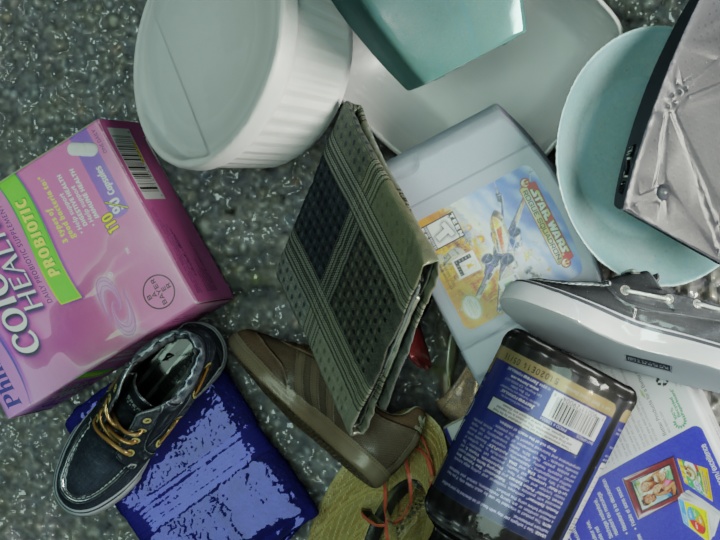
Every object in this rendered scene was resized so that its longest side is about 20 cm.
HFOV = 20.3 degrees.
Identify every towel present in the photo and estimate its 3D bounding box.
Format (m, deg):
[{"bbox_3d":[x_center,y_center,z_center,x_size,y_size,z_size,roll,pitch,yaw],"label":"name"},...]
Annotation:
[{"bbox_3d":[0.000,0.000,1.574,0.201,0.034,0.193,65,143,41],"label":"towel"},{"bbox_3d":[-0.143,0.168,1.718,0.147,0.050,0.201,-36,83,7],"label":"towel"}]

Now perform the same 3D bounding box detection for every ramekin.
[{"bbox_3d":[-0.091,-0.174,1.622,0.202,0.094,0.204,-13,73,47],"label":"ramekin"}]

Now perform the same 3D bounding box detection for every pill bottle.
[{"bbox_3d":[0.116,0.155,1.507,0.111,0.112,0.201,27,90,12],"label":"pill bottle"}]

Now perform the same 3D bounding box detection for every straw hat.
[{"bbox_3d":[0.043,0.222,1.644,0.085,0.201,0.202,25,102,-29],"label":"straw hat"}]

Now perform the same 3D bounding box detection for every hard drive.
[{"bbox_3d":[0.273,-0.114,1.546,0.134,0.042,0.201,26,81,-25],"label":"hard drive"}]

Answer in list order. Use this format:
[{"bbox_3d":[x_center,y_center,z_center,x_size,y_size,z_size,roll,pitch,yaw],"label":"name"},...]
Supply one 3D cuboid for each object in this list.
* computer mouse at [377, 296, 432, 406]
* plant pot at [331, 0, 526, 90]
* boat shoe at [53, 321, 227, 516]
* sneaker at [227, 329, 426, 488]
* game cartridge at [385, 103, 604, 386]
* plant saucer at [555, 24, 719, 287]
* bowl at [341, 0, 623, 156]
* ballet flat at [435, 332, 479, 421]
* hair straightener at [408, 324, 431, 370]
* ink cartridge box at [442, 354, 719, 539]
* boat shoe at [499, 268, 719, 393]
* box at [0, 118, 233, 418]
[{"bbox_3d":[0.017,0.050,1.673,0.058,0.034,0.201,25,99,11],"label":"computer mouse"},{"bbox_3d":[0.037,-0.246,1.513,0.141,0.141,0.201,-28,95,-6],"label":"plant pot"},{"bbox_3d":[-0.193,0.121,1.656,0.071,0.091,0.201,41,96,8],"label":"boat shoe"},{"bbox_3d":[-0.025,0.099,1.659,0.076,0.071,0.200,-44,56,-10],"label":"sneaker"},{"bbox_3d":[0.110,-0.020,1.572,0.133,0.042,0.201,-27,91,15],"label":"game cartridge"},{"bbox_3d":[0.226,-0.089,1.569,0.200,0.039,0.203,-1,91,-28],"label":"plant saucer"},{"bbox_3d":[0.094,-0.174,1.621,0.200,0.075,0.200,40,101,9],"label":"bowl"},{"bbox_3d":[0.112,0.036,1.633,0.067,0.068,0.201,24,97,19],"label":"ballet flat"},{"bbox_3d":[-0.005,0.005,1.644,0.077,0.041,0.201,-29,65,22],"label":"hair straightener"},{"bbox_3d":[0.188,0.164,1.556,0.199,0.047,0.199,-31,64,20],"label":"ink cartridge box"},{"bbox_3d":[0.206,0.033,1.515,0.199,0.072,0.068,16,69,13],"label":"boat shoe"},{"bbox_3d":[-0.242,-0.002,1.705,0.199,0.097,0.177,-30,84,15],"label":"box"}]
